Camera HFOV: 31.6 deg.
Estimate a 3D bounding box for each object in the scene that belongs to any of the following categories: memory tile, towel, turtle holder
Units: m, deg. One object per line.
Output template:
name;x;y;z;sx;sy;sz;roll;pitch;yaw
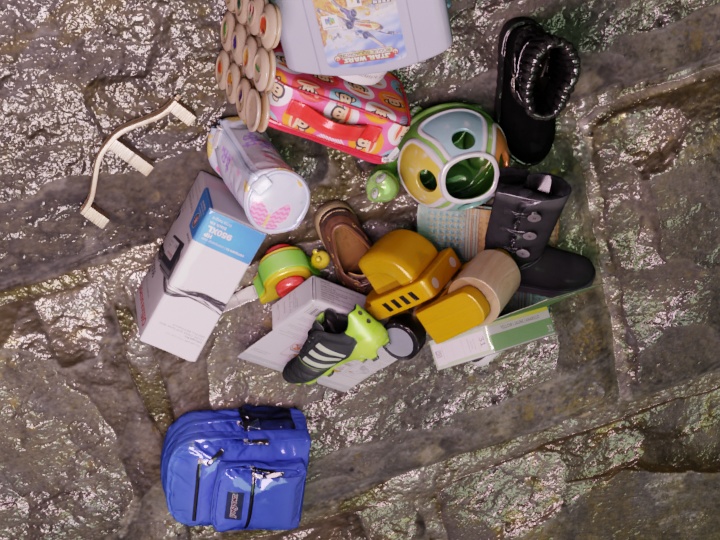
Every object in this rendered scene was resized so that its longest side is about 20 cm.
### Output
memory tile;-0.136;-0.260;1.499;0.017;0.200;0.153;-1;117;-23
towel;0.169;-0.015;1.748;0.200;0.022;0.147;5;95;-6
turtle holder;0.106;-0.145;1.650;0.185;0.132;0.141;11;112;-18

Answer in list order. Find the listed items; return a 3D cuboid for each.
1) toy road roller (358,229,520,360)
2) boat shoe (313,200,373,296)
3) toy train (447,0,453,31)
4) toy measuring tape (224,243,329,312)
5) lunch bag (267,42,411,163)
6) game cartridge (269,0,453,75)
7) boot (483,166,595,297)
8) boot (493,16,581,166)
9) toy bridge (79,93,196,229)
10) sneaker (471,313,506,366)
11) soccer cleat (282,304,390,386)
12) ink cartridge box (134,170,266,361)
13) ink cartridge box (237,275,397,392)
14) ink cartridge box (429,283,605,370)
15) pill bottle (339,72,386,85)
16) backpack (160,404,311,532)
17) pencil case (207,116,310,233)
toy road roller;0.089;0.011;1.632;0.200;0.123;0.146;-25;104;38
boat shoe;0.000;-0.001;1.728;0.072;0.068;0.200;-30;118;1
toy train;0.093;-0.387;1.563;0.150;0.056;0.200;32;124;-15
toy measuring tape;-0.136;0.014;1.701;0.200;0.074;0.074;-22;118;1
lunch bag;-0.036;-0.208;1.557;0.200;0.176;0.082;18;121;-20
game cartridge;0.001;-0.290;1.452;0.200;0.042;0.133;-6;120;14
boot;0.242;-0.050;1.648;0.165;0.066;0.200;-1;140;-6
boot;0.227;-0.213;1.631;0.079;0.158;0.211;-14;117;-7
toy bridge;-0.292;-0.148;1.612;0.067;0.027;0.200;37;102;-24
sneaker;0.190;0.041;1.790;0.099;0.071;0.200;29;109;-29
soccer cleat;-0.044;0.095;1.666;0.200;0.068;0.081;-26;108;45
ink cartridge box;-0.209;-0.006;1.632;0.084;0.145;0.200;24;107;-21
ink cartridge box;-0.041;0.092;1.747;0.200;0.044;0.174;22;139;-35
ink cartridge box;0.208;0.073;1.653;0.145;0.200;0.048;-12;84;-48
pill bottle;0.030;-0.328;1.511;0.114;0.114;0.200;23;128;-22
backpack;-0.175;0.276;1.764;0.200;0.168;0.163;4;107;-11
pencil case;-0.129;-0.122;1.569;0.083;0.200;0.091;-28;125;-6
